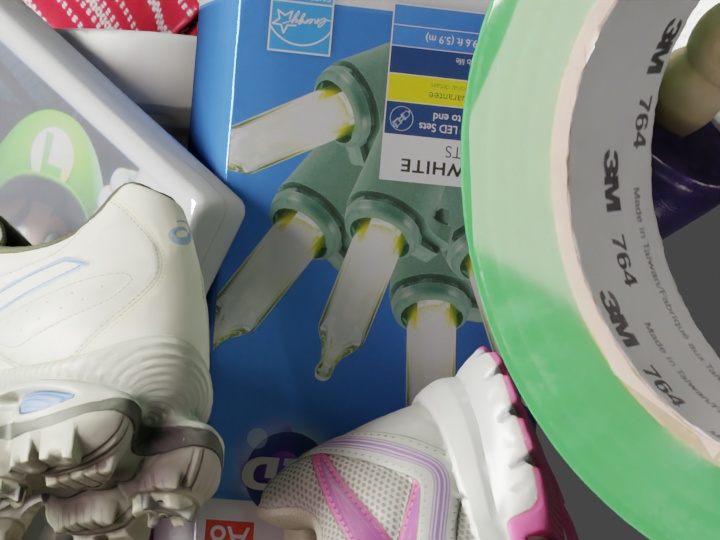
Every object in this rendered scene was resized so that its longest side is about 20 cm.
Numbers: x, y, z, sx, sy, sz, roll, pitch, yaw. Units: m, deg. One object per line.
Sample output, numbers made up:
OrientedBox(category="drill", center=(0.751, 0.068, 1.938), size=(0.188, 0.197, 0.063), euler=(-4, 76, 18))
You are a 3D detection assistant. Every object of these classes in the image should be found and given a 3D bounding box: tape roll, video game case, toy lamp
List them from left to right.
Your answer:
OrientedBox(category="video game case", center=(-0.133, 0.005, 0.910), size=(0.200, 0.023, 0.182), euler=(42, 114, 38))
OrientedBox(category="toy lamp", center=(0.110, -0.075, 0.766), size=(0.200, 0.058, 0.058), euler=(-47, 58, 25))
OrientedBox(category="tape roll", center=(0.121, -0.023, 0.702), size=(0.200, 0.048, 0.201), euler=(3, 95, 32))

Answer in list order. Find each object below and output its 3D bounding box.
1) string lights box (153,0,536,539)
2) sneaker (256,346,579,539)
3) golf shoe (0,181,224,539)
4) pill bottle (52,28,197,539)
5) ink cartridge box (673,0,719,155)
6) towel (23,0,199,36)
OrientedBox(category="string lights box", center=(0.000, 0.000, 0.878), size=(0.059, 0.103, 0.200), euler=(-179, 93, -74))
OrientedBox(category="sneaker", center=(0.026, 0.119, 0.789), size=(0.088, 0.081, 0.200), euler=(-20, 49, 5))
OrientedBox(category="golf shoe", center=(-0.115, 0.035, 0.841), size=(0.200, 0.078, 0.097), euler=(-14, 60, 36))
OrientedBox(category="pill bottle", center=(-0.076, 0.027, 0.945), size=(0.112, 0.112, 0.200), euler=(1, 87, 42))
OrientedBox(category="ink cartridge box", center=(0.139, -0.123, 0.813), size=(0.160, 0.047, 0.200), euler=(-5, 80, 42))
OrientedBox(category="towel", center=(-0.108, -0.100, 1.047), size=(0.200, 0.022, 0.145), euler=(-51, 55, 27))
